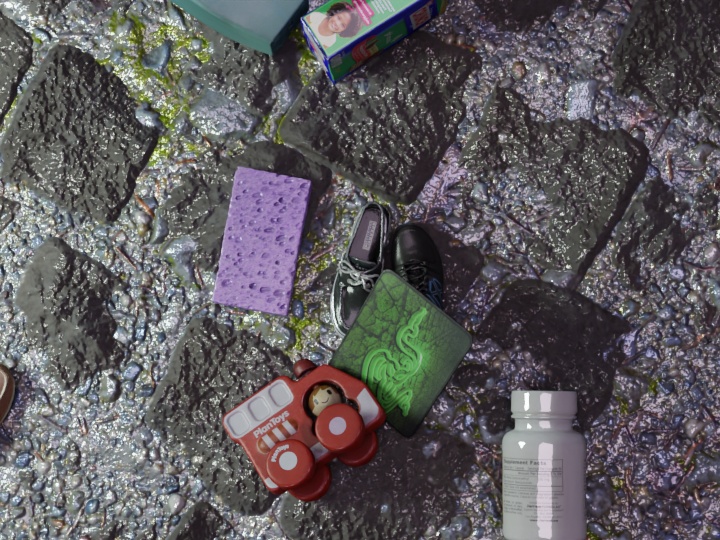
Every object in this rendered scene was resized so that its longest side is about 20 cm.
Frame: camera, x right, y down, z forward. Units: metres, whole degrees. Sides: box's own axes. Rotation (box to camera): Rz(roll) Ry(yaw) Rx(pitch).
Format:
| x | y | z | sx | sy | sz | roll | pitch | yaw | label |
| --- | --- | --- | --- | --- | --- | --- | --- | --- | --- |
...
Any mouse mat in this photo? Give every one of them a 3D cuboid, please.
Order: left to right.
| x | y | z | sx | sy | sz | roll | pitch | yaw | label |
| --- | --- | --- | --- | --- | --- | --- | --- | --- | --- |
| 0.051 | 0.116 | 1.652 | 0.161 | 0.008 | 0.200 | 39 | 122 | 16 | mouse mat |

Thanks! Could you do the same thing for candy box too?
| x | y | z | sx | sy | sz | roll | pitch | yaw | label |
| --- | --- | --- | --- | --- | --- | --- | --- | --- | --- |
| 0.023 | -0.356 | 1.677 | 0.200 | 0.169 | 0.077 | -34 | 87 | 0 | candy box |

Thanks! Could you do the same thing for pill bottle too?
| x | y | z | sx | sy | sz | roll | pitch | yaw | label |
| --- | --- | --- | --- | --- | --- | --- | --- | --- | --- |
| 0.249 | 0.264 | 1.634 | 0.114 | 0.114 | 0.200 | 0 | 85 | 4 | pill bottle |

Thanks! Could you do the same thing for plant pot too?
| x | y | z | sx | sy | sz | roll | pitch | yaw | label |
| --- | --- | --- | --- | --- | --- | --- | --- | --- | --- |
| -0.178 | -0.407 | 1.716 | 0.200 | 0.141 | 0.141 | 38 | 88 | -1 | plant pot |

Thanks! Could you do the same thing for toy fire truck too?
| x | y | z | sx | sy | sz | roll | pitch | yaw | label |
| --- | --- | --- | --- | --- | --- | --- | --- | --- | --- |
| -0.076 | 0.212 | 1.672 | 0.200 | 0.112 | 0.168 | -36 | 65 | -1 | toy fire truck |

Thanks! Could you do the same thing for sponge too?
| x | y | z | sx | sy | sz | roll | pitch | yaw | label |
| --- | --- | --- | --- | --- | --- | --- | --- | --- | --- |
| -0.141 | -0.041 | 1.730 | 0.111 | 0.030 | 0.200 | 10 | 85 | 4 | sponge |

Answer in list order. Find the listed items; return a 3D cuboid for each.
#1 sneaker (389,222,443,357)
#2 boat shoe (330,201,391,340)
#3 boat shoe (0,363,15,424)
| x | y | z | sx | sy | sz | roll | pitch | yaw | label |
| --- | --- | --- | --- | --- | --- | --- | --- | --- | --- |
| 0.086 | 0.029 | 1.682 | 0.073 | 0.082 | 0.200 | -11 | 84 | 2 | sneaker |
| 0.003 | 0.000 | 1.697 | 0.073 | 0.068 | 0.200 | 18 | 86 | 5 | boat shoe |
| -0.567 | 0.219 | 1.713 | 0.076 | 0.072 | 0.200 | 35 | 88 | 6 | boat shoe |
